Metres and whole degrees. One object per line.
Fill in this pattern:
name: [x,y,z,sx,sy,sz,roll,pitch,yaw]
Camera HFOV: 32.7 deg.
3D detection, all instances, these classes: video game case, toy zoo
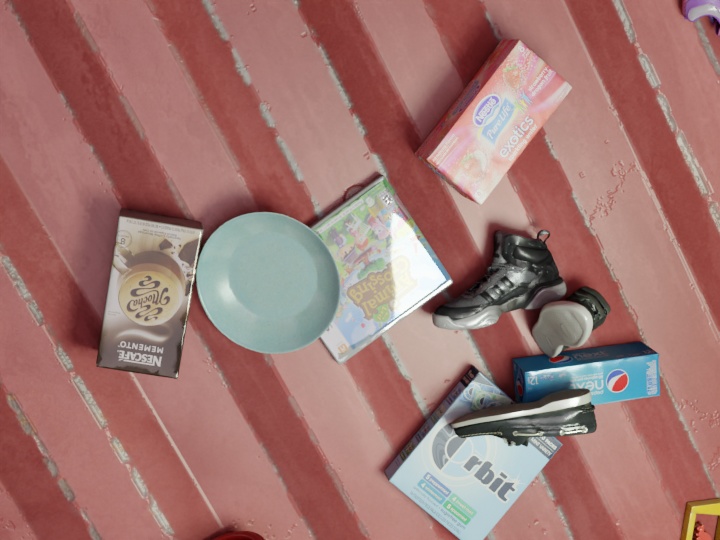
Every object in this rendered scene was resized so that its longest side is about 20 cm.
video game case: [0.000,0.000,1.690,0.199,0.022,0.183,-35,103,-1]
toy zoo: [0.544,0.424,1.848,0.129,0.020,0.203,5,99,-9]

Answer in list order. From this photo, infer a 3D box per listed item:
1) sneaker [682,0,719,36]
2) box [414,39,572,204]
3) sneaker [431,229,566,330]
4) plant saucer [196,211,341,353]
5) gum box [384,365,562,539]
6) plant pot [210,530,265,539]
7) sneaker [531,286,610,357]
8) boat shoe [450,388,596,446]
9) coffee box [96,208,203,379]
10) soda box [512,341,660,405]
sneaker: [0.527,-0.361,1.684,0.197,0.081,0.090,12,105,-6]
box: [0.176,-0.201,1.644,0.102,0.095,0.201,38,93,-12]
sneaker: [0.183,0.008,1.695,0.197,0.075,0.115,-16,101,-12]
plant saucer: [-0.120,0.013,1.648,0.198,0.039,0.204,3,111,8]
gum box: [0.161,0.269,1.750,0.170,0.045,0.201,40,91,-12]
plant pot: [-0.171,0.487,1.667,0.199,0.201,0.184,-31,112,-2]
sneaker: [0.299,0.055,1.670,0.099,0.200,0.071,-38,82,-12]
boat shoe: [0.222,0.211,1.670,0.197,0.076,0.061,-12,94,17]
coffee box: [-0.279,0.030,1.623,0.111,0.080,0.203,9,98,-11]
soda box: [0.321,0.152,1.742,0.197,0.068,0.065,-6,103,-7]
